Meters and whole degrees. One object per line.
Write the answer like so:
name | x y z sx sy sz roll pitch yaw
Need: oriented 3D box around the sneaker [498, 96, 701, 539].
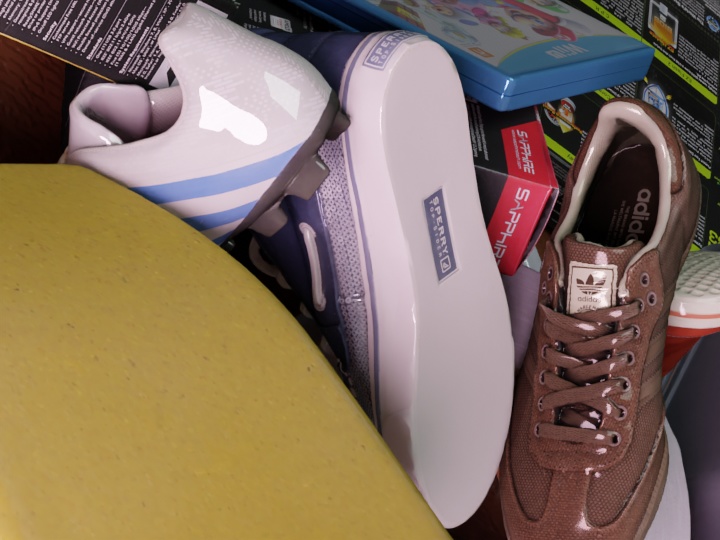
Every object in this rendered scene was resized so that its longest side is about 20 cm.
sneaker | 0.088 0.024 1.116 0.076 0.070 0.200 57 40 -59

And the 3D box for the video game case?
video game case | 0.015 -0.126 1.230 0.200 0.018 0.143 30 22 23

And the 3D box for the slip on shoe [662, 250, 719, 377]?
slip on shoe | 0.125 0.023 1.252 0.074 0.200 0.061 -3 89 -13

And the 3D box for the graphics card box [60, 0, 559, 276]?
graphics card box | -0.024 -0.071 1.171 0.200 0.051 0.126 16 29 -14

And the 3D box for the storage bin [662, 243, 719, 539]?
storage bin | 0.217 0.079 1.303 0.146 0.134 0.200 47 53 -20

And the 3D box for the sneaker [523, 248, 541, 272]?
sneaker | 0.025 -0.047 1.269 0.071 0.073 0.200 -11 74 -52

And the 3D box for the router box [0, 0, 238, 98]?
router box | -0.160 -0.145 1.057 0.200 0.051 0.149 39 10 36

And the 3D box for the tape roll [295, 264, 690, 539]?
tape roll | 0.040 0.097 1.162 0.200 0.066 0.201 12 68 -32

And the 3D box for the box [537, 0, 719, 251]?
box | 0.152 -0.078 1.441 0.200 0.047 0.193 34 47 -27

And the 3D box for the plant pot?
plant pot | -0.125 0.072 0.953 0.194 0.196 0.200 -1 56 -46

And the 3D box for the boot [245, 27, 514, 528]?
boot | 0.000 0.000 1.090 0.073 0.090 0.200 -28 118 -46

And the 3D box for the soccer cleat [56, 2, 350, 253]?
soccer cleat | -0.086 -0.021 1.048 0.086 0.200 0.070 36 35 -10
